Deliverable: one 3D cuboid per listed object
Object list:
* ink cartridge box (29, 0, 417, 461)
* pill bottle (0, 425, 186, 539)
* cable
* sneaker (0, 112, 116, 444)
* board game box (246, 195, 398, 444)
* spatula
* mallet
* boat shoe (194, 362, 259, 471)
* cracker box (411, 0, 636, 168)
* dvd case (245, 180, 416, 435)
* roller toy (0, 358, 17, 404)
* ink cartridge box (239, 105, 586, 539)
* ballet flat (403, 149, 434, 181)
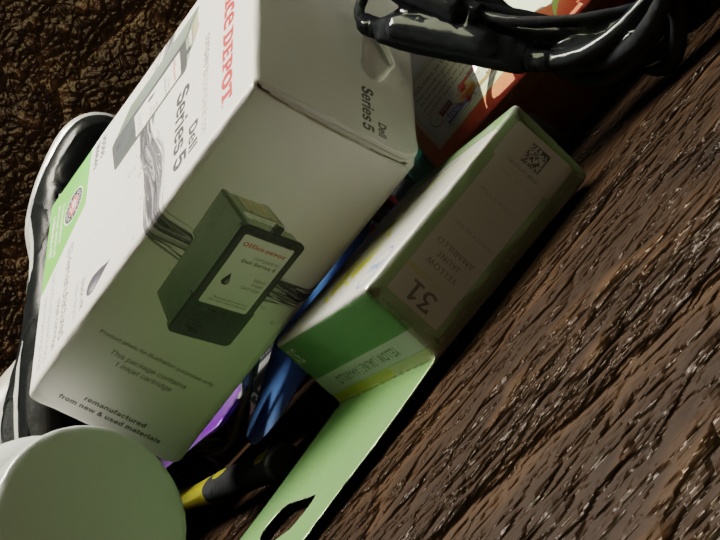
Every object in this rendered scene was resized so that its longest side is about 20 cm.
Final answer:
[{"bbox_3d":[-0.064,-0.037,1.037,0.200,0.084,0.146,-51,24,30],"label":"ink cartridge box"},{"bbox_3d":[-0.154,0.141,1.073,0.115,0.114,0.200,-52,6,-29],"label":"pill bottle"},{"bbox_3d":[0.076,-0.161,0.942,0.051,0.199,0.165,-7,-73,-52],"label":"cable"},{"bbox_3d":[-0.133,0.015,1.173,0.112,0.072,0.202,174,106,-68],"label":"sneaker"},{"bbox_3d":[0.000,0.000,1.157,0.158,0.039,0.201,124,165,-50],"label":"board game box"},{"bbox_3d":[-0.047,0.029,1.111,0.201,0.020,0.057,-56,4,27],"label":"spatula"},{"bbox_3d":[-0.067,0.100,1.108,0.066,0.041,0.200,-50,9,-32],"label":"mallet"},{"bbox_3d":[-0.091,0.061,1.203,0.063,0.073,0.201,-83,9,-53],"label":"boat shoe"},{"bbox_3d":[0.049,-0.145,1.092,0.134,0.058,0.200,-48,50,14],"label":"cracker box"},{"bbox_3d":[-0.037,0.035,1.349,0.150,0.025,0.200,-46,5,31],"label":"dvd case"},{"bbox_3d":[-0.209,0.132,1.461,0.183,0.140,0.200,-52,5,-36],"label":"roller toy"},{"bbox_3d":[-0.001,0.034,0.941,0.200,0.048,0.145,-49,5,-18],"label":"ink cartridge box"},{"bbox_3d":[0.075,-0.112,1.322,0.070,0.068,0.200,-18,22,29],"label":"ballet flat"}]
